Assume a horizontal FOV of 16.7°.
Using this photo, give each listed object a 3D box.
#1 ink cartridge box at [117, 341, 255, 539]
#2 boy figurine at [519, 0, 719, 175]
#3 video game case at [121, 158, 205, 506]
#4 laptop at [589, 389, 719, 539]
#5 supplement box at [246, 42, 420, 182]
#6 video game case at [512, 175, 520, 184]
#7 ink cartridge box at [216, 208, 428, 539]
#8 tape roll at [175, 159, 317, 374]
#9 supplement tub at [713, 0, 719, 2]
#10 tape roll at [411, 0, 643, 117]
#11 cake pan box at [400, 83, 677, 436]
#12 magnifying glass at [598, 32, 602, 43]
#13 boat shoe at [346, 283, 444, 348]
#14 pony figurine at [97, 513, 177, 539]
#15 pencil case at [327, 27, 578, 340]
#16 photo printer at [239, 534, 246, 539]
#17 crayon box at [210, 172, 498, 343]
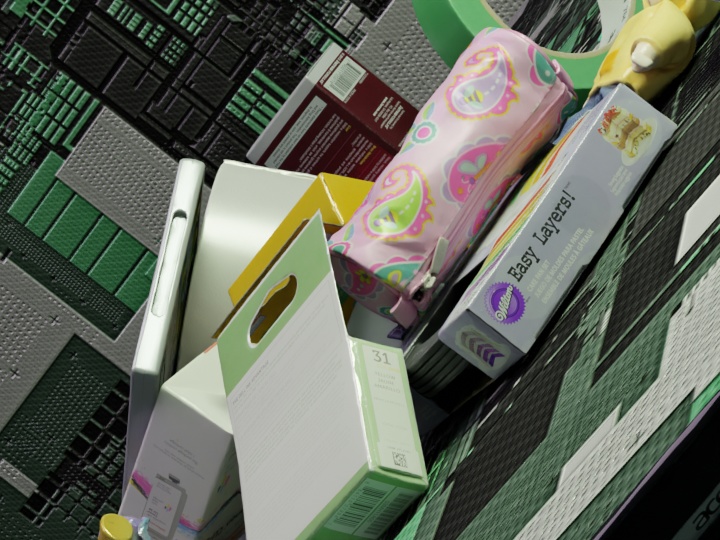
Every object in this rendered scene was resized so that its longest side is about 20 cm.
[{"bbox_3d":[-0.112,0.148,1.747,0.116,0.067,0.201,-40,-23,-51],"label":"ink cartridge box"},{"bbox_3d":[0.183,-0.141,1.655,0.201,0.064,0.124,-57,2,-10],"label":"boy figurine"},{"bbox_3d":[-0.143,0.049,1.771,0.201,0.022,0.183,101,179,-56],"label":"video game case"},{"bbox_3d":[0.069,0.094,0.593,0.178,0.103,0.200,-51,4,16],"label":"laptop"},{"bbox_3d":[0.020,-0.076,1.963,0.109,0.200,0.061,-48,4,41],"label":"supplement box"},{"bbox_3d":[0.092,-0.041,2.158,0.200,0.017,0.143,-52,4,20],"label":"video game case"},{"bbox_3d":[-0.028,0.086,1.510,0.146,0.048,0.201,-50,36,39],"label":"ink cartridge box"},{"bbox_3d":[-0.058,0.028,1.874,0.203,0.138,0.204,10,-90,-89],"label":"tape roll"},{"bbox_3d":[0.257,-0.274,1.526,0.200,0.122,0.123,-55,4,-24],"label":"supplement tub"},{"bbox_3d":[0.134,-0.215,1.868,0.201,0.200,0.048,-55,5,-35],"label":"tape roll"},{"bbox_3d":[0.097,-0.001,1.514,0.200,0.052,0.184,-55,2,-25],"label":"cake pan box"},{"bbox_3d":[0.229,-0.212,2.057,0.080,0.022,0.200,-52,5,14],"label":"magnifying glass"},{"bbox_3d":[0.011,0.081,1.702,0.067,0.072,0.201,-13,-38,-36],"label":"boat shoe"},{"bbox_3d":[-0.161,0.254,1.553,0.194,0.165,0.201,-107,32,-49],"label":"pony figurine"},{"bbox_3d":[0.057,-0.057,1.561,0.201,0.087,0.087,-54,4,-13],"label":"pencil case"},{"bbox_3d":[-0.125,0.214,2.055,0.200,0.069,0.166,-52,4,1],"label":"photo printer"},{"bbox_3d":[0.000,0.000,1.688,0.126,0.199,0.052,-50,49,33],"label":"crayon box"}]
